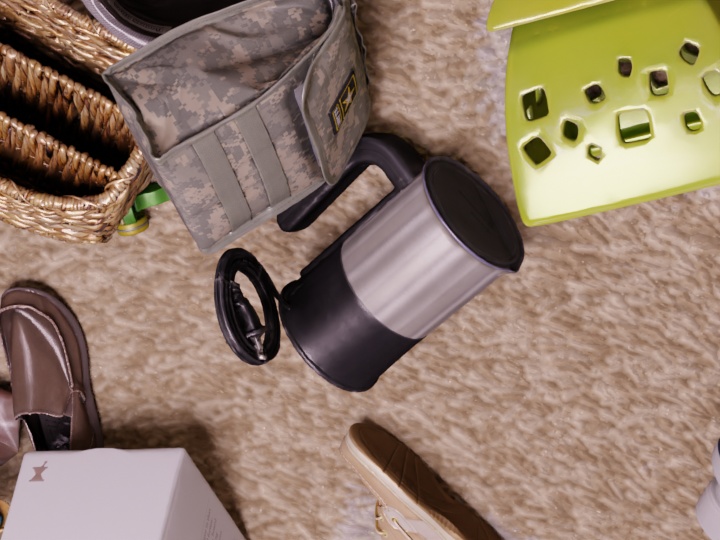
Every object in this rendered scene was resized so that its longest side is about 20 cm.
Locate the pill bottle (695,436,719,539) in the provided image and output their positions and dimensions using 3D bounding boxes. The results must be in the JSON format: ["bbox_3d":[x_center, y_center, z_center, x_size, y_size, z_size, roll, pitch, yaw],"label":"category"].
[{"bbox_3d":[0.362,0.145,1.520,0.111,0.111,0.200,28,120,2],"label":"pill bottle"}]

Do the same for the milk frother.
[{"bbox_3d":[0.000,0.000,1.506,0.181,0.200,0.188,46,119,-6],"label":"milk frother"}]

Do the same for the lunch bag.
[{"bbox_3d":[-0.078,-0.129,1.440,0.200,0.164,0.118,-31,64,-7],"label":"lunch bag"}]

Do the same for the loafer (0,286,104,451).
[{"bbox_3d":[-0.293,0.110,1.719,0.073,0.071,0.201,-9,113,20],"label":"loafer"}]

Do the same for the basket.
[{"bbox_3d":[-0.270,-0.128,1.528,0.199,0.143,0.149,29,149,1],"label":"basket"}]

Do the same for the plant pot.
[{"bbox_3d":[0.207,-0.162,1.371,0.198,0.200,0.182,-12,106,22],"label":"plant pot"}]

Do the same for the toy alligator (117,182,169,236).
[{"bbox_3d":[-0.258,-0.054,1.637,0.199,0.054,0.060,-5,114,19],"label":"toy alligator"}]

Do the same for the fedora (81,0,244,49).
[{"bbox_3d":[-0.133,-0.265,1.475,0.199,0.090,0.177,-25,108,18],"label":"fedora"}]

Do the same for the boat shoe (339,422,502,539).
[{"bbox_3d":[0.046,0.226,1.675,0.200,0.074,0.069,44,113,-8],"label":"boat shoe"}]

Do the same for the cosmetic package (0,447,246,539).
[{"bbox_3d":[-0.219,0.284,1.690,0.167,0.167,0.200,-3,143,19],"label":"cosmetic package"}]

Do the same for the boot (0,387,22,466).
[{"bbox_3d":[-0.398,0.090,1.744,0.199,0.064,0.187,27,133,6],"label":"boot"}]

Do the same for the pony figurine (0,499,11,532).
[{"bbox_3d":[-0.420,0.222,1.746,0.193,0.167,0.200,28,155,-13],"label":"pony figurine"}]
